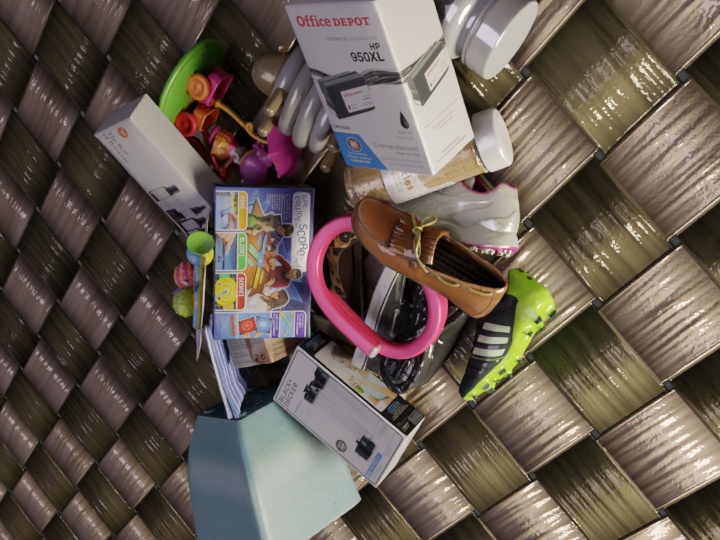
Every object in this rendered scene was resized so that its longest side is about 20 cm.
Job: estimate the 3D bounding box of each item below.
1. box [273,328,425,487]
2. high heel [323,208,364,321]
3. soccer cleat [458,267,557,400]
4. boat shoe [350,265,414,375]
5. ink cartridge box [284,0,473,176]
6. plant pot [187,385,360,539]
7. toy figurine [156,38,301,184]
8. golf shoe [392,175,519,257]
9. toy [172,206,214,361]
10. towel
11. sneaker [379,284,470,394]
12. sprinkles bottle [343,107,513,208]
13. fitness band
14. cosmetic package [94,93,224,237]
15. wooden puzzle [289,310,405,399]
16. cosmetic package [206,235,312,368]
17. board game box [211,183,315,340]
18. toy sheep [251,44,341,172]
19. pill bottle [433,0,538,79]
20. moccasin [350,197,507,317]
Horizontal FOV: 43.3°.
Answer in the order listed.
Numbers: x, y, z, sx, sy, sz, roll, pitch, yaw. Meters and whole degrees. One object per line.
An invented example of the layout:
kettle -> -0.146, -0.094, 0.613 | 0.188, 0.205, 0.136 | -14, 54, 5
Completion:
box -> -0.019, 0.193, 1.279 | 0.199, 0.060, 0.118 | 39, 127, 14
high heel -> 0.000, 0.000, 1.213 | 0.144, 0.071, 0.200 | 57, 144, 4
soccer cleat -> 0.173, 0.083, 1.143 | 0.081, 0.067, 0.202 | 52, 132, 27
boat shoe -> 0.045, 0.049, 1.210 | 0.062, 0.071, 0.204 | 20, 116, 4
ink cartridge box -> 0.021, -0.214, 0.976 | 0.143, 0.084, 0.203 | 13, 136, 45
plant pot -> -0.149, 0.289, 1.372 | 0.193, 0.194, 0.205 | -4, 105, 46
toy figurine -> -0.168, -0.174, 1.218 | 0.182, 0.150, 0.202 | 32, 118, 8
golf shoe -> 0.110, -0.076, 1.113 | 0.197, 0.075, 0.094 | 14, 96, 33
toy -> -0.229, 0.020, 1.220 | 0.046, 0.117, 0.201 | 6, 144, -13
towel -> -0.190, 0.116, 1.344 | 0.023, 0.200, 0.148 | -13, 104, 4
sneaker -> 0.102, 0.070, 1.177 | 0.076, 0.090, 0.202 | 44, 109, 28
sprinkles bottle -> 0.079, -0.125, 1.070 | 0.196, 0.068, 0.070 | -18, 101, 23
fitness band -> 0.018, 0.021, 1.130 | 0.200, 0.037, 0.145 | 43, 117, 11
cosmetic package -> -0.251, -0.130, 1.197 | 0.081, 0.051, 0.201 | -16, 127, 36
wooden puzzle -> -0.025, 0.166, 1.335 | 0.196, 0.037, 0.189 | 14, 118, 30
cosmetic package -> -0.150, 0.025, 1.300 | 0.086, 0.103, 0.205 | -12, 97, 40
board game box -> -0.129, -0.012, 1.203 | 0.034, 0.132, 0.205 | -140, 52, -71
toy sheep -> -0.045, -0.204, 1.116 | 0.197, 0.139, 0.139 | 31, 128, -4
pill bottle -> 0.087, -0.304, 0.982 | 0.199, 0.113, 0.115 | 39, 129, 14
moccasin -> 0.078, -0.022, 1.046 | 0.200, 0.074, 0.078 | 37, 145, 5
